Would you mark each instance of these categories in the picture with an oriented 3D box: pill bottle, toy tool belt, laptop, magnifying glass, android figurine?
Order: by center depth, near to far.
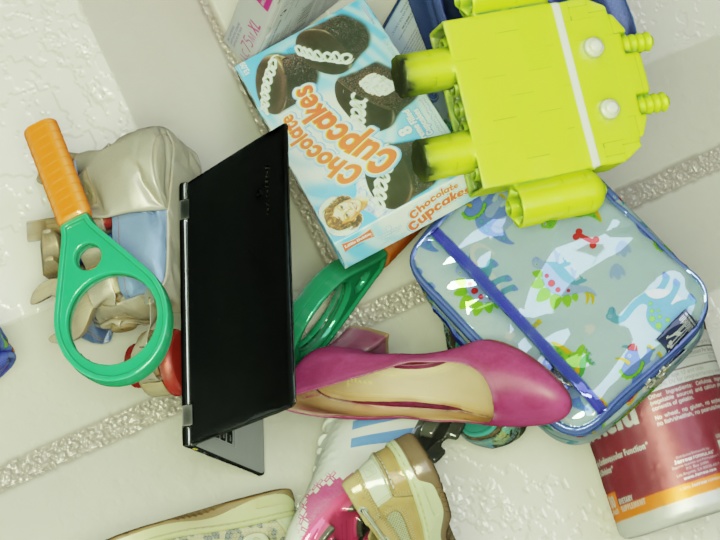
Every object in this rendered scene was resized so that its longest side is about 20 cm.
[{"bbox_3d":[-0.185,-0.014,1.192,0.079,0.022,0.201,-26,70,4],"label":"magnifying glass"},{"bbox_3d":[-0.062,0.028,1.218,0.115,0.200,0.189,-8,72,19],"label":"laptop"},{"bbox_3d":[0.125,-0.124,1.251,0.198,0.041,0.184,-10,83,-17],"label":"android figurine"},{"bbox_3d":[-0.178,-0.001,1.259,0.122,0.125,0.202,-9,69,19],"label":"toy tool belt"},{"bbox_3d":[0.000,0.000,1.332,0.022,0.080,0.200,34,52,17],"label":"magnifying glass"},{"bbox_3d":[0.223,0.095,1.363,0.113,0.114,0.202,-12,77,-23],"label":"pill bottle"}]

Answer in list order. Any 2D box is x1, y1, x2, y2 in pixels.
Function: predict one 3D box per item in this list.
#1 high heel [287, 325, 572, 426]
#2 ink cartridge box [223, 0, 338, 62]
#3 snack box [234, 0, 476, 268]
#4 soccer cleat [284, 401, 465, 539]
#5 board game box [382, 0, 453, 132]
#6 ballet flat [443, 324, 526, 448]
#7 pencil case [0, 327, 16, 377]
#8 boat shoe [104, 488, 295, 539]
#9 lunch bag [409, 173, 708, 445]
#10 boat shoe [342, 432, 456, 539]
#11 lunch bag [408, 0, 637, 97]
[{"bbox_3d":[0.044,0.092,1.234,0.096,0.198,0.068,-42,130,-45],"label":"high heel"},{"bbox_3d":[-0.016,-0.249,1.381,0.200,0.119,0.042,-39,84,-26],"label":"ink cartridge box"},{"bbox_3d":[-0.004,-0.106,1.316,0.115,0.037,0.201,-28,54,-3],"label":"snack box"},{"bbox_3d":[-0.005,0.142,1.287,0.086,0.070,0.200,24,51,29],"label":"soccer cleat"},{"bbox_3d":[0.102,-0.148,1.435,0.198,0.043,0.201,33,65,-7],"label":"board game box"},{"bbox_3d":[0.099,0.040,1.368,0.073,0.074,0.202,6,75,-18],"label":"ballet flat"},{"bbox_3d":[-0.313,0.000,1.211,0.201,0.087,0.078,59,31,4],"label":"pencil case"},{"bbox_3d":[-0.127,0.203,1.220,0.198,0.073,0.063,-14,82,-27],"label":"boat shoe"},{"bbox_3d":[0.143,0.017,1.289,0.160,0.082,0.200,-40,75,-3],"label":"lunch bag"},{"bbox_3d":[0.028,0.200,1.241,0.076,0.072,0.201,-26,127,-10],"label":"boat shoe"},{"bbox_3d":[0.111,-0.200,1.356,0.131,0.136,0.202,-16,81,-23],"label":"lunch bag"}]
